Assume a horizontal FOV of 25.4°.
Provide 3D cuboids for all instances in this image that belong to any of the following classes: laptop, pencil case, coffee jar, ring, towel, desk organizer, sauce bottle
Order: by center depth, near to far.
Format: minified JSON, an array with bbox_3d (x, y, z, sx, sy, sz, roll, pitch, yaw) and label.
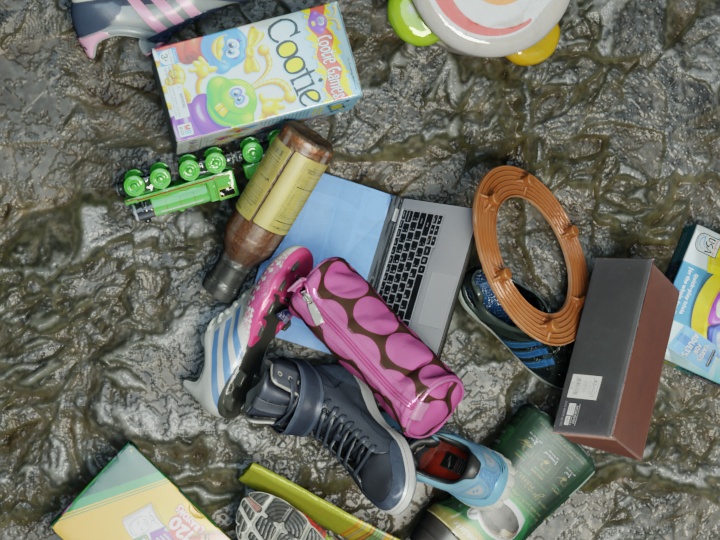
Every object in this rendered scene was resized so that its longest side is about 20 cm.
[{"bbox_3d":[0.012,0.079,1.605,0.200,0.094,0.091,43,96,21],"label":"pencil case"},{"bbox_3d":[-0.102,-0.059,1.668,0.066,0.066,0.201,33,106,-5],"label":"sauce bottle"},{"bbox_3d":[-0.033,0.253,1.675,0.199,0.086,0.018,29,68,-5],"label":"towel"},{"bbox_3d":[0.000,0.000,1.678,0.115,0.199,0.189,20,85,-40],"label":"laptop"},{"bbox_3d":[0.186,-0.019,1.680,0.200,0.019,0.202,27,52,-41],"label":"ring"},{"bbox_3d":[0.273,0.093,1.683,0.077,0.071,0.201,38,62,-45],"label":"desk organizer"},{"bbox_3d":[0.150,0.246,1.698,0.104,0.085,0.200,45,82,-5],"label":"coffee jar"}]

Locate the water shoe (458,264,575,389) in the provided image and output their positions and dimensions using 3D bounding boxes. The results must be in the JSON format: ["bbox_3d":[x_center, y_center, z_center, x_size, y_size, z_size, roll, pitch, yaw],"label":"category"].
[{"bbox_3d":[0.190,0.068,1.714,0.199,0.079,0.072,34,84,-5],"label":"water shoe"}]

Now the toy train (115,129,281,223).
[{"bbox_3d":[-0.160,-0.099,1.695,0.198,0.042,0.057,-16,108,-3],"label":"toy train"}]

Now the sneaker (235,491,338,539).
[{"bbox_3d":[-0.048,0.303,1.671,0.200,0.085,0.077,38,95,-2],"label":"sneaker"}]

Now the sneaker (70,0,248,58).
[{"bbox_3d":[-0.206,-0.272,1.693,0.198,0.070,0.083,-6,105,-5],"label":"sneaker"}]

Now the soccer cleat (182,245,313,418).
[{"bbox_3d":[-0.122,0.055,1.671,0.086,0.070,0.201,27,90,32],"label":"soccer cleat"}]

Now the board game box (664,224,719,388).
[{"bbox_3d":[0.425,0.059,1.762,0.199,0.047,0.152,24,85,-5],"label":"board game box"}]

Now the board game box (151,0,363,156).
[{"bbox_3d":[-0.111,-0.200,1.675,0.198,0.105,0.104,-15,89,-8],"label":"board game box"}]

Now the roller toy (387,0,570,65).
[{"bbox_3d":[0.130,-0.319,1.694,0.198,0.140,0.184,9,97,-9],"label":"roller toy"}]

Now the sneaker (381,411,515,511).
[{"bbox_3d":[0.063,0.183,1.653,0.199,0.090,0.079,13,74,35],"label":"sneaker"}]

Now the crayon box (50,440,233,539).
[{"bbox_3d":[-0.210,0.289,1.663,0.200,0.058,0.119,44,83,-4],"label":"crayon box"}]

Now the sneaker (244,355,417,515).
[{"bbox_3d":[-0.037,0.164,1.606,0.145,0.203,0.077,15,118,-36],"label":"sneaker"}]
